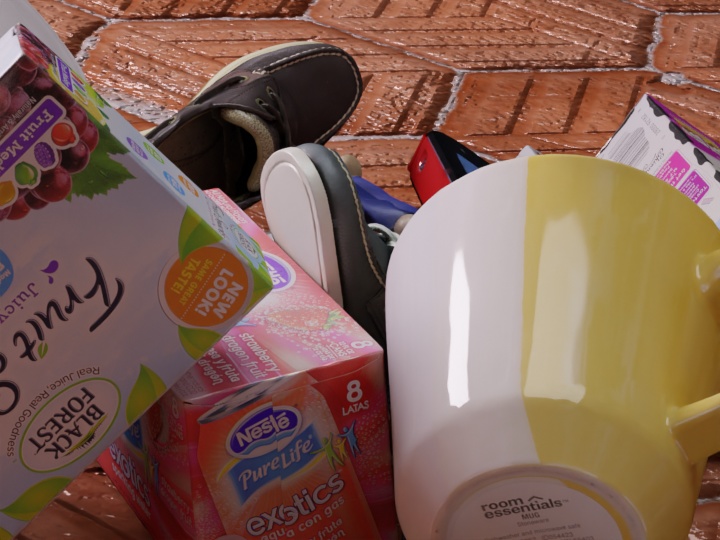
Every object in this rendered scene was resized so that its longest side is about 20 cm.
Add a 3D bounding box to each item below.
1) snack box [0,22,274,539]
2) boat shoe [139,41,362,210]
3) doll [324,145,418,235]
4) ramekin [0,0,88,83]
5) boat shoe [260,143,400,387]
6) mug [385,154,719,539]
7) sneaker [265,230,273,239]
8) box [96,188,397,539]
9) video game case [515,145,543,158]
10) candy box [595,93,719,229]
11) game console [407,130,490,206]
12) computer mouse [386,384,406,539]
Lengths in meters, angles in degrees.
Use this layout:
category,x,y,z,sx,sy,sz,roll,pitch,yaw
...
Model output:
category,x,y,z,sx,sy,sz,roll,pitch,yaw
snack box,-0.155,0.022,1.098,0.142,0.200,0.053,43,8,-22
boat shoe,-0.065,-0.061,1.403,0.200,0.073,0.065,-35,21,-34
doll,0.046,-0.006,1.457,0.200,0.049,0.136,34,4,37
ramekin,-0.255,-0.118,1.524,0.202,0.094,0.202,40,16,-14
boat shoe,0.000,0.000,1.260,0.062,0.200,0.073,-25,56,-9
mug,0.084,0.045,1.077,0.149,0.187,0.153,26,37,-11
sneaker,-0.069,0.007,1.384,0.200,0.075,0.082,-1,15,-29
box,-0.067,0.049,1.222,0.095,0.103,0.200,-14,26,-19
video game case,0.159,0.011,1.413,0.143,0.017,0.200,34,12,-23
candy box,0.210,-0.005,1.433,0.136,0.061,0.200,32,12,-22
game console,0.109,0.002,1.393,0.177,0.031,0.200,30,13,-15
computer mouse,0.043,0.091,1.192,0.059,0.034,0.200,-6,30,2
